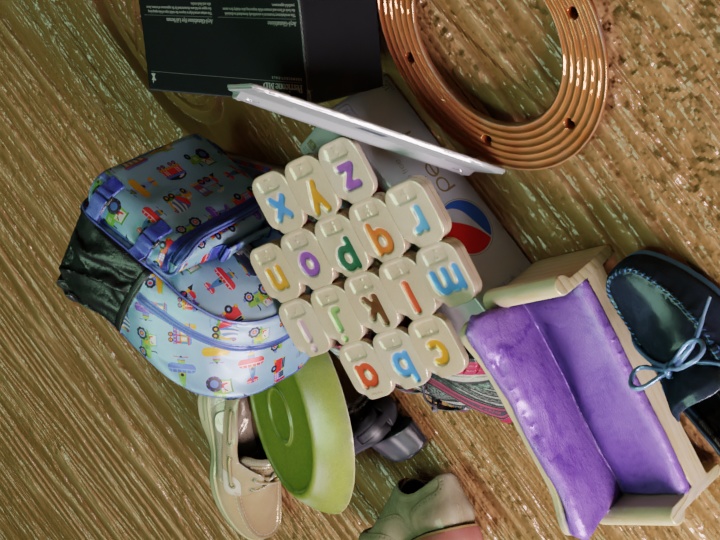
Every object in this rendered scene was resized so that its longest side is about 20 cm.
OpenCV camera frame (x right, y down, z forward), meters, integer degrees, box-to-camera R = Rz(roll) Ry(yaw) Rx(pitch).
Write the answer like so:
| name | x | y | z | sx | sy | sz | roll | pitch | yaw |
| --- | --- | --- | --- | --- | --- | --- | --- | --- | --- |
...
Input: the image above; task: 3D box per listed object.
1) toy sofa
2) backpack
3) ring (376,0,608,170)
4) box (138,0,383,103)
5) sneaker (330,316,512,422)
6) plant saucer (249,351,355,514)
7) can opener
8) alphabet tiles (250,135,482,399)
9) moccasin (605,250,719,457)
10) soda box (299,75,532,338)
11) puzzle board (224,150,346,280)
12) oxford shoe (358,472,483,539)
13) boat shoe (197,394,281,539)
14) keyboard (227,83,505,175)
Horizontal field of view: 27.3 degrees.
| name | x | y | z | sx | sy | sz | roll | pitch | yaw |
| --- | --- | --- | --- | --- | --- | --- | --- | --- | --- |
| toy sofa | 0.164 | 0.092 | 1.057 | 0.083 | 0.097 | 0.201 | -14 | 107 | 54 |
| backpack | -0.125 | 0.003 | 1.236 | 0.200 | 0.182 | 0.135 | 41 | 129 | 20 |
| ring | 0.089 | -0.161 | 1.002 | 0.200 | 0.019 | 0.201 | 32 | 141 | 30 |
| box | -0.081 | -0.203 | 1.099 | 0.200 | 0.079 | 0.142 | 12 | 111 | 47 |
| sneaker | 0.050 | 0.076 | 1.201 | 0.200 | 0.081 | 0.075 | 12 | 130 | 45 |
| plant saucer | -0.062 | 0.129 | 1.351 | 0.200 | 0.031 | 0.201 | 46 | 144 | 50 |
| can opener | -0.017 | 0.160 | 1.373 | 0.079 | 0.063 | 0.200 | 56 | 146 | -3 |
| alphabet tiles | 0.000 | 0.000 | 1.118 | 0.200 | 0.015 | 0.196 | -22 | 99 | 44 |
| moccasin | 0.234 | 0.072 | 0.978 | 0.200 | 0.068 | 0.081 | 46 | 146 | 13 |
| soda box | 0.044 | -0.043 | 1.120 | 0.200 | 0.064 | 0.068 | 53 | 147 | 4 |
| puzzle board | -0.068 | -0.027 | 1.317 | 0.200 | 0.017 | 0.151 | 18 | 131 | 43 |
| oxford shoe | 0.051 | 0.228 | 1.366 | 0.200 | 0.070 | 0.075 | -30 | 68 | 58 |
| boat shoe | -0.113 | 0.198 | 1.522 | 0.065 | 0.072 | 0.201 | 15 | 125 | 46 |
| keyboard | 0.005 | -0.098 | 1.035 | 0.056 | 0.199 | 0.011 | 1 | 76 | 66 |
